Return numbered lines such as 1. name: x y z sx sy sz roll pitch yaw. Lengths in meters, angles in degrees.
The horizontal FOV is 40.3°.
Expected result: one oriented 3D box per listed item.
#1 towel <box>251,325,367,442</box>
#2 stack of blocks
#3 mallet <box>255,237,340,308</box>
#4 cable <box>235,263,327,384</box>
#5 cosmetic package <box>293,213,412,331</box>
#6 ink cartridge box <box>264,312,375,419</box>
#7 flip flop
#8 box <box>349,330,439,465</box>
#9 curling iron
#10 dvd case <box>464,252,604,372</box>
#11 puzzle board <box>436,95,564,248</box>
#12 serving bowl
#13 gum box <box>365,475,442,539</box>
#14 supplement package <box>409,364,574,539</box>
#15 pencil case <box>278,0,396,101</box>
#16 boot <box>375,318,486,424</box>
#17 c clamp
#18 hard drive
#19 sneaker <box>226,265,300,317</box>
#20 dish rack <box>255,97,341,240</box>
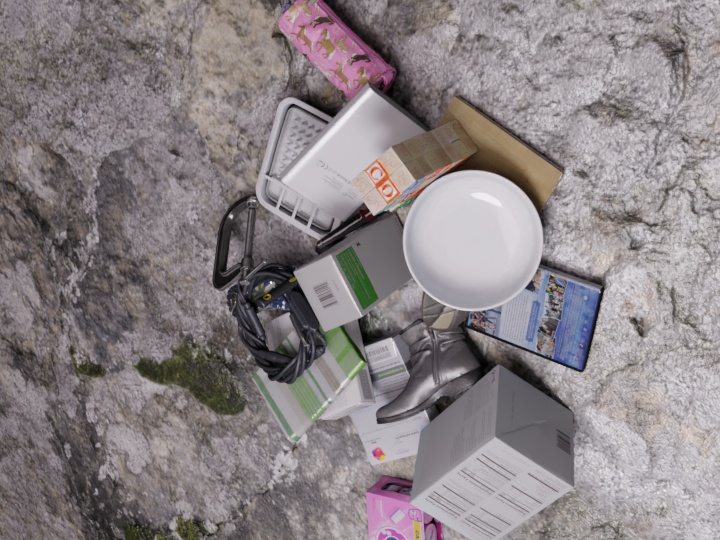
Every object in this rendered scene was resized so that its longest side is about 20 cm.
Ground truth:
1. towel: -0.084 0.166 1.616 0.200 0.031 0.149 -48 59 21
2. stack of blocks: 0.071 -0.139 1.385 0.115 0.200 0.059 -39 85 36
3. mallet: -0.097 0.000 1.569 0.066 0.200 0.041 45 141 24
4. cable: -0.139 0.084 1.610 0.200 0.051 0.163 54 128 18
5. cosmetic package: 0.000 0.000 1.497 0.085 0.200 0.108 -24 98 38
6. ink cartridge box: -0.071 0.153 1.649 0.176 0.045 0.201 -26 67 36
7. flip flop: 0.132 -0.007 1.488 0.081 0.058 0.201 0 98 -2
8. box: 0.044 0.216 1.645 0.156 0.041 0.201 -23 92 37
9. curling iron: 0.010 -0.086 1.537 0.199 0.050 0.026 -26 102 25
10. dvd case: 0.254 0.056 1.460 0.199 0.018 0.143 21 122 26
11. puzzle board: 0.184 -0.142 1.444 0.200 0.017 0.151 39 124 17
12. serving bowl: 0.162 -0.045 1.418 0.199 0.066 0.201 1 96 6
13. gum box: 0.078 0.458 1.691 0.113 0.066 0.201 6 109 32
14. supplement package: 0.198 0.281 1.471 0.150 0.152 0.200 33 126 -14
15. pencil case: -0.034 -0.333 1.480 0.083 0.087 0.200 -42 80 -3
16. boot: 0.092 0.153 1.553 0.199 0.070 0.132 -29 82 14
17. c clamp: -0.197 -0.050 1.646 0.171 0.027 0.201 -39 41 39
18. hard drive: -0.008 -0.175 1.478 0.132 0.027 0.200 32 118 -31
19. sneaker: -0.132 0.030 1.669 0.199 0.085 0.077 -9 93 34
20. dish rack: -0.076 -0.166 1.587 0.171 0.043 0.201 31 121 21
